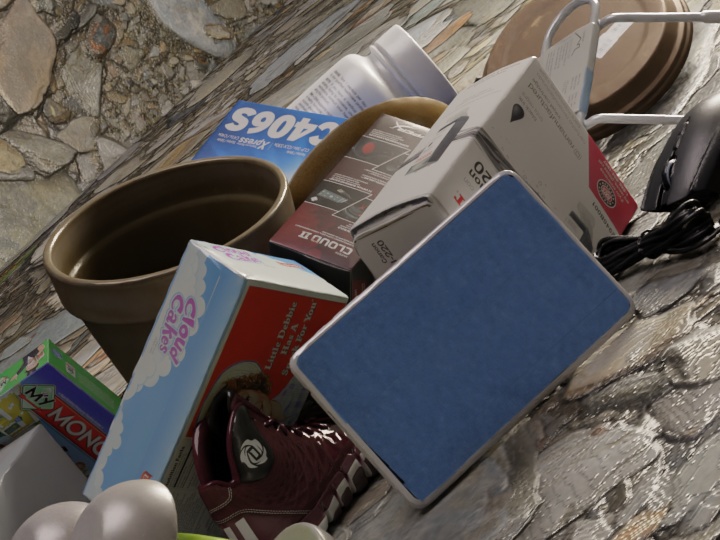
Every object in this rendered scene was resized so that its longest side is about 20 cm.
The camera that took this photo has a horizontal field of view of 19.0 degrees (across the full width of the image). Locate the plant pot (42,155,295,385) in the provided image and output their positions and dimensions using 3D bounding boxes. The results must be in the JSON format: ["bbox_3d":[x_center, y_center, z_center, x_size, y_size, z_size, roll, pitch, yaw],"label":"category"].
[{"bbox_3d":[-0.129,0.032,1.690,0.198,0.175,0.200,-13,26,7],"label":"plant pot"}]

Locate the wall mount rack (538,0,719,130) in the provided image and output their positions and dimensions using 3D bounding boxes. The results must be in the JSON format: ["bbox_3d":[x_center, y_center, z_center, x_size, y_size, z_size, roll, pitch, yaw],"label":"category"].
[{"bbox_3d":[0.200,-0.141,1.702,0.173,0.074,0.201,-31,35,41],"label":"wall mount rack"}]

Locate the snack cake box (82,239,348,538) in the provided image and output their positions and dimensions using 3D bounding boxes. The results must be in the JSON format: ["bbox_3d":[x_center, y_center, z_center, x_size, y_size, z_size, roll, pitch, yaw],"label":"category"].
[{"bbox_3d":[-0.101,0.088,1.510,0.067,0.115,0.201,32,103,39],"label":"snack cake box"}]

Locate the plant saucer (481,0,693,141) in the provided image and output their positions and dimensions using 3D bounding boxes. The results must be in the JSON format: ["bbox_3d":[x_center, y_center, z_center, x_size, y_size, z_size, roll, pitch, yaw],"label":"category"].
[{"bbox_3d":[0.190,-0.188,1.858,0.199,0.030,0.201,-19,43,19],"label":"plant saucer"}]

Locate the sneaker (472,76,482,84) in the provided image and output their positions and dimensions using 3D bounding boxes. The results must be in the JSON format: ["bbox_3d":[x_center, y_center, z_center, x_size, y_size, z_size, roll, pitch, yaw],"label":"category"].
[{"bbox_3d":[0.110,-0.131,1.968,0.199,0.078,0.070,-33,14,21],"label":"sneaker"}]

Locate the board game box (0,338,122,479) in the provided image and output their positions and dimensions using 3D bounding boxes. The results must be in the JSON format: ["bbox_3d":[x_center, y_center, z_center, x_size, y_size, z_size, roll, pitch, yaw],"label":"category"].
[{"bbox_3d":[-0.220,0.150,1.649,0.134,0.200,0.029,-34,36,19],"label":"board game box"}]

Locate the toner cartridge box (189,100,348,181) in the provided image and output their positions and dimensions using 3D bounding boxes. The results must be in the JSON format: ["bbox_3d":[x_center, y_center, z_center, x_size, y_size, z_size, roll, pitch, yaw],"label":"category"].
[{"bbox_3d":[-0.049,-0.090,1.869,0.199,0.043,0.095,12,54,35],"label":"toner cartridge box"}]

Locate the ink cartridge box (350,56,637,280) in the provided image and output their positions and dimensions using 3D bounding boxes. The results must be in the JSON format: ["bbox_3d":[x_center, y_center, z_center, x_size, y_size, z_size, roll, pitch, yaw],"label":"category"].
[{"bbox_3d":[0.097,-0.035,1.515,0.084,0.146,0.200,-24,19,42],"label":"ink cartridge box"}]

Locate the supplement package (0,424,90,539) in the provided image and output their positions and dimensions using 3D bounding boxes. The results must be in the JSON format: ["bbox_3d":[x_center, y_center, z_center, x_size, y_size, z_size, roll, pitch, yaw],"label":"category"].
[{"bbox_3d":[-0.281,0.248,1.576,0.199,0.151,0.152,-33,14,25],"label":"supplement package"}]

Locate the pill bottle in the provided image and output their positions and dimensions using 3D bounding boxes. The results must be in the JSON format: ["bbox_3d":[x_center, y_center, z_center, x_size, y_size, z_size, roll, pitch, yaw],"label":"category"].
[{"bbox_3d":[-0.011,-0.126,1.987,0.200,0.114,0.113,-42,13,1],"label":"pill bottle"}]

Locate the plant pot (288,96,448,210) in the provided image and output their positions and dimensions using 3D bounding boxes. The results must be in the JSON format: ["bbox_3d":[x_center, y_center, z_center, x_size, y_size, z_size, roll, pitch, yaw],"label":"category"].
[{"bbox_3d":[0.020,-0.049,1.767,0.200,0.200,0.027,-40,49,-6],"label":"plant pot"}]

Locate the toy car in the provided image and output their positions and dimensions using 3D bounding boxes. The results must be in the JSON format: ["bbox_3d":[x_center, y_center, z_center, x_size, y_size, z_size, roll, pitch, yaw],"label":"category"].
[{"bbox_3d":[-0.112,0.216,1.267,0.199,0.174,0.151,-22,55,51],"label":"toy car"}]

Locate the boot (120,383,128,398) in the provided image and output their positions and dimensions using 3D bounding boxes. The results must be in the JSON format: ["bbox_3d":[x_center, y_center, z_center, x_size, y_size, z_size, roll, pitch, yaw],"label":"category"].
[{"bbox_3d":[-0.158,0.130,1.807,0.211,0.079,0.158,-50,14,-24],"label":"boot"}]

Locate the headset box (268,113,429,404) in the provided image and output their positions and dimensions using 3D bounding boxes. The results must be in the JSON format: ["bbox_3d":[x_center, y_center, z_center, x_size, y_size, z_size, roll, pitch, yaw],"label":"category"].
[{"bbox_3d":[0.000,0.000,1.649,0.074,0.150,0.200,20,45,21],"label":"headset box"}]

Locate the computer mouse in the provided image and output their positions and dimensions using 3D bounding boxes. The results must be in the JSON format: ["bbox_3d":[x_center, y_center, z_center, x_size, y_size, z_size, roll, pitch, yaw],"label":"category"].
[{"bbox_3d":[0.243,-0.079,1.488,0.200,0.046,0.140,-45,13,-26],"label":"computer mouse"}]

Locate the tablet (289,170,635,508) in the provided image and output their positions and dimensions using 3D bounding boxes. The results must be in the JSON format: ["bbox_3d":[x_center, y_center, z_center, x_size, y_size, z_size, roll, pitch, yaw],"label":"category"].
[{"bbox_3d":[0.066,0.042,1.389,0.200,0.130,0.014,-41,-9,-12],"label":"tablet"}]

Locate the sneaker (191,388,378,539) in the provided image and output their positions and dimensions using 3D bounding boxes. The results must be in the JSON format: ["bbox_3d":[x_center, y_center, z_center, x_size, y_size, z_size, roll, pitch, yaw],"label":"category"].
[{"bbox_3d":[-0.046,0.110,1.478,0.075,0.116,0.200,-27,17,40],"label":"sneaker"}]
